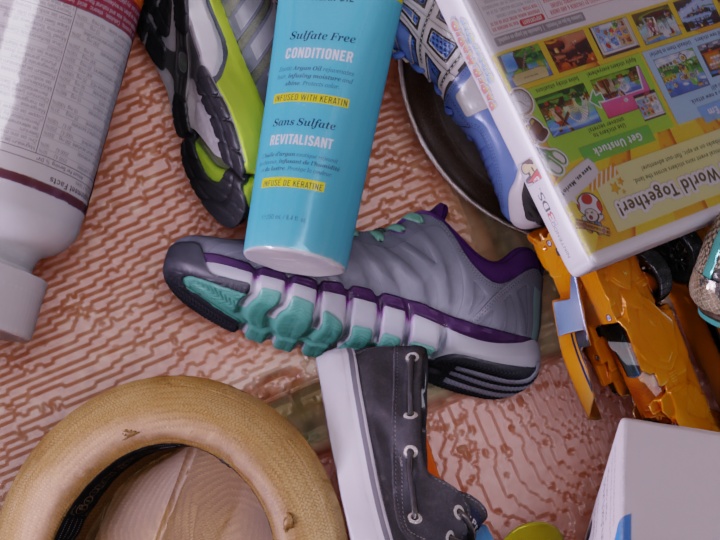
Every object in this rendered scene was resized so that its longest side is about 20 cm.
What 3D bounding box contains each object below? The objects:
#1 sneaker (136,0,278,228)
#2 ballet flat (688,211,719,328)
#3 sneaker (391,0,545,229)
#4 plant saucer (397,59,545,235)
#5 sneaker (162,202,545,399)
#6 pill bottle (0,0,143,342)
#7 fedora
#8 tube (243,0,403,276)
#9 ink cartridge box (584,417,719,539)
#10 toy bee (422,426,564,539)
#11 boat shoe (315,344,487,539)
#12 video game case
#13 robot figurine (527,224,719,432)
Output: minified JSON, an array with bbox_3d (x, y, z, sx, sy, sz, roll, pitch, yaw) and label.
[{"bbox_3d":[-0.063,-0.120,1.379,0.081,0.074,0.200,-9,77,-32],"label":"sneaker"},{"bbox_3d":[0.246,-0.011,1.337,0.200,0.068,0.075,-2,112,-39],"label":"ballet flat"},{"bbox_3d":[0.053,-0.114,1.357,0.077,0.076,0.200,-18,84,16],"label":"sneaker"},{"bbox_3d":[0.117,-0.110,1.404,0.200,0.032,0.201,1,84,-5],"label":"plant saucer"},{"bbox_3d":[0.000,0.000,1.369,0.200,0.074,0.088,17,69,-12],"label":"sneaker"},{"bbox_3d":[-0.181,-0.072,1.335,0.109,0.110,0.200,15,82,-3],"label":"pill bottle"},{"bbox_3d":[-0.084,0.150,1.315,0.200,0.082,0.201,0,89,21],"label":"fedora"},{"bbox_3d":[-0.015,-0.099,1.315,0.077,0.050,0.200,6,76,14],"label":"tube"},{"bbox_3d":[0.139,0.193,1.262,0.084,0.200,0.145,10,40,-2],"label":"ink cartridge box"},{"bbox_3d":[0.035,0.177,1.337,0.131,0.109,0.200,2,58,5],"label":"toy bee"},{"bbox_3d":[0.027,0.118,1.277,0.066,0.070,0.200,-13,50,0],"label":"boat shoe"},{"bbox_3d":[0.136,-0.106,1.326,0.200,0.023,0.182,-20,81,-40],"label":"video game case"},{"bbox_3d":[0.164,0.051,1.347,0.145,0.058,0.200,-29,102,-35],"label":"robot figurine"}]
